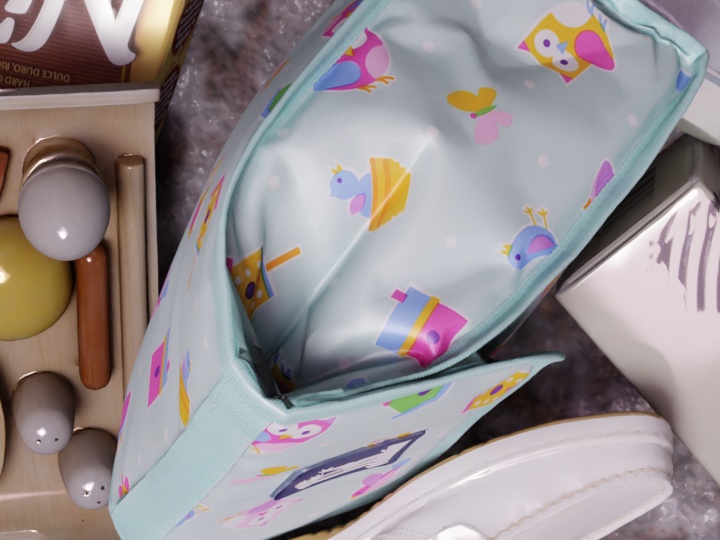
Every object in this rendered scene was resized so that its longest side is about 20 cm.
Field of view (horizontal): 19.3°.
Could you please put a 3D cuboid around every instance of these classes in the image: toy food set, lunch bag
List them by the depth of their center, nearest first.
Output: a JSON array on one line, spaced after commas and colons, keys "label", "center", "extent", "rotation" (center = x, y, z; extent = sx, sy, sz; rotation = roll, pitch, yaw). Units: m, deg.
[{"label": "lunch bag", "center": [0.000, 0.000, 0.678], "extent": [0.122, 0.200, 0.170], "rotation": [37, 151, -3]}, {"label": "toy food set", "center": [-0.139, 0.028, 0.749], "extent": [0.142, 0.060, 0.201], "rotation": [-4, 117, -11]}]

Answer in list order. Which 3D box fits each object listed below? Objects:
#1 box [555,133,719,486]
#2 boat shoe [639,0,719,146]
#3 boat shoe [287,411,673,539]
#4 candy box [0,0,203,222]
[{"label": "box", "center": [0.159, 0.051, 0.759], "extent": [0.068, 0.082, 0.200], "rotation": [-40, 99, 18]}, {"label": "boat shoe", "center": [0.061, -0.124, 0.732], "extent": [0.200, 0.070, 0.072], "rotation": [34, 91, 0]}, {"label": "boat shoe", "center": [0.023, 0.114, 0.714], "extent": [0.199, 0.071, 0.070], "rotation": [-27, 60, 7]}, {"label": "candy box", "center": [-0.107, -0.131, 0.761], "extent": [0.116, 0.057, 0.201], "rotation": [21, 112, 2]}]
